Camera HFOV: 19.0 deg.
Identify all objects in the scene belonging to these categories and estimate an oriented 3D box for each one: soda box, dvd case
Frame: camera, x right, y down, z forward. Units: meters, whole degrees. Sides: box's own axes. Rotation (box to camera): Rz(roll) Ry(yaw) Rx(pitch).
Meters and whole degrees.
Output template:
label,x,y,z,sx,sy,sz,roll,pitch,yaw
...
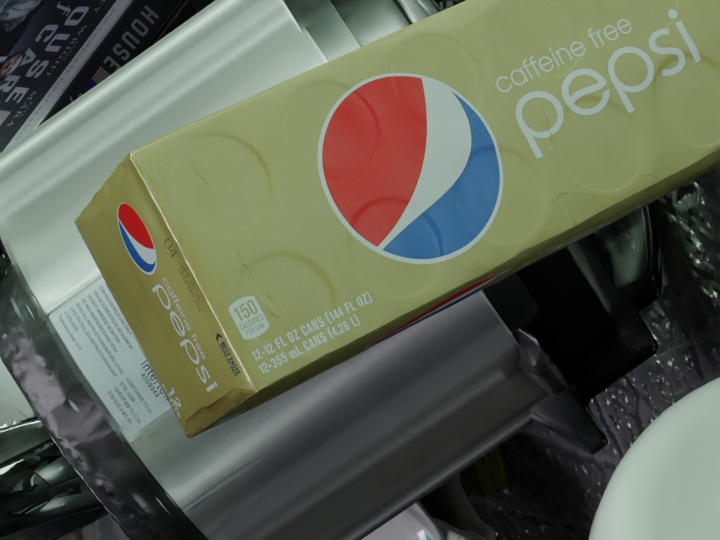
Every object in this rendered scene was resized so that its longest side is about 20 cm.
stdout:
label,x,y,z,sx,sy,sz,roll,pitch,yaw
soda box,0.030,-0.032,0.574,0.068,0.200,0.064,62,156,4
dvd case,-0.161,-0.086,0.991,0.025,0.151,0.200,41,166,-26

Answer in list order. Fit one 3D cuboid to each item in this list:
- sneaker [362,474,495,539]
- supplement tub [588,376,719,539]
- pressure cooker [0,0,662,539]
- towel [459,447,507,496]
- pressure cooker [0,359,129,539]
label,x,y,z,sx,sy,sz,roll,pitch,yaw
sneaker,0.019,0.134,0.810,0.088,0.075,0.201,-32,51,38
supplement tub,0.131,0.140,0.607,0.145,0.145,0.200,44,150,38
pressure cooker,-0.007,-0.008,0.696,0.176,0.200,0.179,51,-174,-34
towel,-0.021,0.064,0.932,0.200,0.018,0.086,-12,102,49
pressure cooker,-0.151,0.085,0.864,0.178,0.176,0.200,28,-174,2
